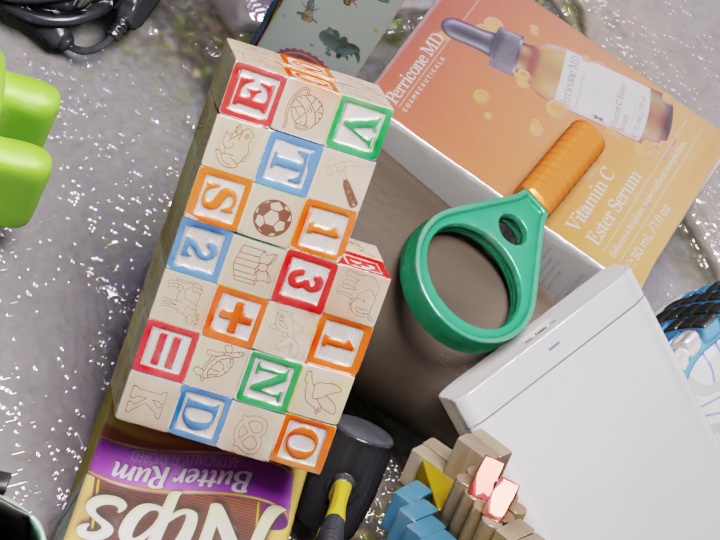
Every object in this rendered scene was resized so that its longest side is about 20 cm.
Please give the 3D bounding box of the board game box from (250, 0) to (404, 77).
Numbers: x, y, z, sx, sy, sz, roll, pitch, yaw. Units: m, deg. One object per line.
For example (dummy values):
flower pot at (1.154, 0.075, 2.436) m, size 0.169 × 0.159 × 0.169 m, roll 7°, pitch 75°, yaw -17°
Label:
board game box at (-0.009, -0.175, 1.453) m, size 0.064 × 0.200 × 0.148 m, roll 27°, pitch 53°, yaw -5°

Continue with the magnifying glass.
magnifying glass at (0.087, -0.025, 1.363) m, size 0.080 × 0.022 × 0.200 m, roll 47°, pitch 44°, yaw -5°

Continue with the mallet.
mallet at (-0.011, 0.123, 1.275) m, size 0.041 × 0.200 × 0.066 m, roll 22°, pitch 96°, yaw -2°

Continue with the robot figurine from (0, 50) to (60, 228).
robot figurine at (-0.270, -0.082, 1.337) m, size 0.200 × 0.116 × 0.176 m, roll 11°, pitch 61°, yaw -16°

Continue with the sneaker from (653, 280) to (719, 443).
sneaker at (0.196, 0.082, 1.472) m, size 0.087 × 0.075 × 0.200 m, roll 56°, pitch 48°, yaw -16°

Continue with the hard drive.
hard drive at (0.141, 0.116, 1.363) m, size 0.132 × 0.027 × 0.200 m, roll -36°, pitch 110°, yaw -20°

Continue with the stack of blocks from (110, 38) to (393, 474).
stack of blocks at (-0.045, -0.007, 1.271) m, size 0.115 × 0.200 × 0.059 m, roll 16°, pitch 13°, yaw -13°

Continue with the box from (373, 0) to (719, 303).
box at (0.097, -0.064, 1.487) m, size 0.200 × 0.106 × 0.152 m, roll 35°, pitch 53°, yaw 0°

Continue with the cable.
cable at (-0.181, -0.227, 1.516) m, size 0.163 × 0.051 × 0.200 m, roll 28°, pitch 55°, yaw 1°

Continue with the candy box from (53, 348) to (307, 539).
candy box at (-0.098, 0.132, 1.314) m, size 0.117 × 0.056 × 0.200 m, roll 23°, pitch 55°, yaw -10°

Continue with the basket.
basket at (0.000, 0.000, 1.389) m, size 0.200 × 0.136 × 0.180 m, roll 37°, pitch 10°, yaw -7°

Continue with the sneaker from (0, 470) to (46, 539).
sneaker at (-0.254, 0.134, 1.206) m, size 0.200 × 0.118 × 0.074 m, roll 7°, pitch 59°, yaw -17°

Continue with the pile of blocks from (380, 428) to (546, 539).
pile of blocks at (0.055, 0.136, 1.231) m, size 0.082 × 0.062 × 0.200 m, roll 10°, pitch 29°, yaw -23°
